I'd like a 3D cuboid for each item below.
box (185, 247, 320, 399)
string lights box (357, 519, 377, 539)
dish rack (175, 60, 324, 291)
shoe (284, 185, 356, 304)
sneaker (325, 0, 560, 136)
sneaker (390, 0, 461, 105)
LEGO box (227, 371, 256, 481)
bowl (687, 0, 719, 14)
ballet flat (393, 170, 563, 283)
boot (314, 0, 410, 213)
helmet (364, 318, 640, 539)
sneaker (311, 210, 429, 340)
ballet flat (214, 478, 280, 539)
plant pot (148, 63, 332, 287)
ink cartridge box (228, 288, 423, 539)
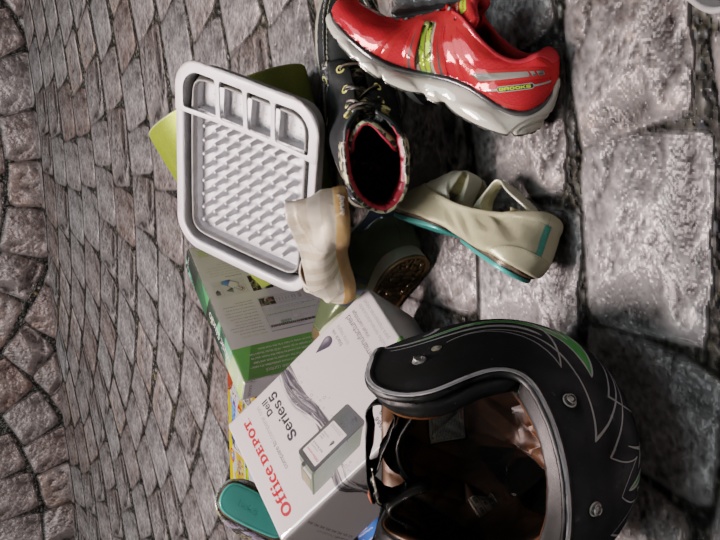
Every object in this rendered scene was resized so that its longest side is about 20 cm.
[{"bbox_3d":[-0.098,0.043,1.187,0.037,0.143,0.201,103,147,-44],"label":"box"},{"bbox_3d":[0.033,0.236,1.070,0.103,0.058,0.202,-50,53,56],"label":"string lights box"},{"bbox_3d":[-0.102,-0.094,1.019,0.170,0.043,0.202,23,125,26],"label":"dish rack"},{"bbox_3d":[-0.035,-0.020,0.943,0.200,0.053,0.071,90,169,-68],"label":"shoe"},{"bbox_3d":[0.067,-0.179,0.827,0.199,0.077,0.086,27,117,17],"label":"sneaker"},{"bbox_3d":[0.059,-0.238,0.891,0.081,0.074,0.202,-63,-29,-54],"label":"sneaker"},{"bbox_3d":[-0.104,0.237,1.326,0.149,0.076,0.202,28,121,58],"label":"LEGO box"},{"bbox_3d":[0.216,-0.260,0.550,0.200,0.074,0.202,-56,49,53],"label":"bowl"},{"bbox_3d":[0.095,-0.048,0.877,0.200,0.069,0.070,32,125,55],"label":"ballet flat"},{"bbox_3d":[0.005,-0.149,0.919,0.154,0.073,0.206,-115,18,-80],"label":"boot"},{"bbox_3d":[0.102,0.127,0.760,0.200,0.188,0.203,0,-90,-82],"label":"helmet"},{"bbox_3d":[0.000,0.000,1.069,0.200,0.066,0.091,-49,53,50],"label":"sneaker"},{"bbox_3d":[-0.080,0.303,1.225,0.072,0.199,0.072,-58,2,3],"label":"ballet flat"},{"bbox_3d":[-0.105,-0.091,1.155,0.187,0.186,0.202,-22,91,63],"label":"plant pot"},{"bbox_3d":[-0.010,0.144,0.993,0.200,0.084,0.146,-45,48,12],"label":"ink cartridge box"}]
